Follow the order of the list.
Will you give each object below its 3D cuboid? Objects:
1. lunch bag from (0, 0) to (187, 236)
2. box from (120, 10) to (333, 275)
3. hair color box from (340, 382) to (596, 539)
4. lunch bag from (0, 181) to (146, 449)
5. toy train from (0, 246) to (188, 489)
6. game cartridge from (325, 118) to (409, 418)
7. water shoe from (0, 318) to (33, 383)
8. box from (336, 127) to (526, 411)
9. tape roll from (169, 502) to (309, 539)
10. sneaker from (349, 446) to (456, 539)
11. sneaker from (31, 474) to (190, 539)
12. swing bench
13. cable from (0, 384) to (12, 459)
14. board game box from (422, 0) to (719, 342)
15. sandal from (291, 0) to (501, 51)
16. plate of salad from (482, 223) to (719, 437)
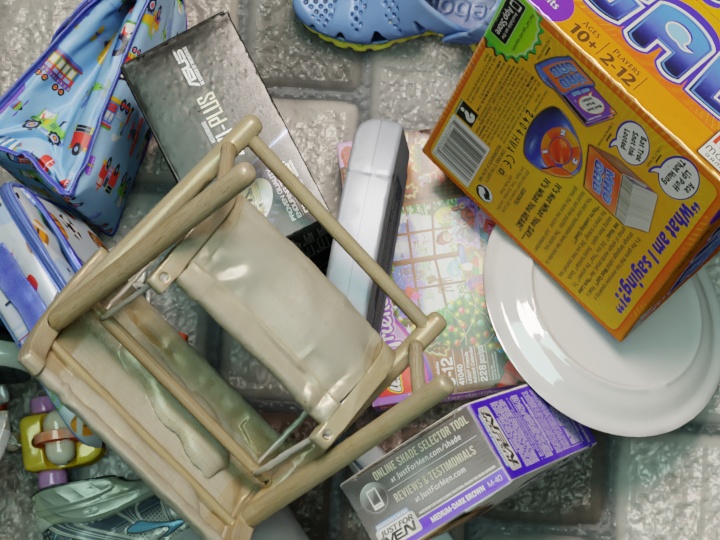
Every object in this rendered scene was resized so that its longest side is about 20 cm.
[{"bbox_3d":[-0.181,-0.143,1.660,0.094,0.151,0.201,30,84,10],"label":"lunch bag"},{"bbox_3d":[-0.086,-0.070,1.614,0.086,0.200,0.165,-27,80,-2],"label":"box"},{"bbox_3d":[0.078,0.132,1.551,0.109,0.200,0.065,-34,79,21],"label":"hair color box"},{"bbox_3d":[-0.196,0.037,1.570,0.075,0.160,0.200,-37,74,4],"label":"lunch bag"},{"bbox_3d":[-0.228,0.073,1.675,0.199,0.056,0.151,-35,79,-1],"label":"toy train"},{"bbox_3d":[0.000,0.000,1.589,0.041,0.133,0.202,10,82,2],"label":"game cartridge"},{"bbox_3d":[-0.299,0.026,1.642,0.199,0.071,0.079,12,79,41],"label":"water shoe"},{"bbox_3d":[0.063,-0.005,1.671,0.136,0.039,0.202,-9,80,4],"label":"box"},{"bbox_3d":[-0.121,0.236,1.564,0.200,0.200,0.066,-33,77,-1],"label":"tape roll"},{"bbox_3d":[0.039,0.213,1.618,0.071,0.073,0.201,-34,77,0],"label":"sneaker"},{"bbox_3d":[-0.137,0.184,1.645,0.199,0.078,0.087,-12,84,13],"label":"sneaker"},{"bbox_3d":[-0.078,0.048,1.451,0.200,0.130,0.199,-40,104,12],"label":"swing bench"},{"bbox_3d":[-0.348,0.168,1.611,0.199,0.069,0.201,-13,53,40],"label":"cable"},{"bbox_3d":[0.201,-0.119,1.562,0.200,0.200,0.200,45,57,11],"label":"board game box"},{"bbox_3d":[0.045,-0.204,1.685,0.198,0.087,0.080,3,82,8],"label":"sandal"},{"bbox_3d":[0.172,0.029,1.625,0.199,0.048,0.201,13,59,-22],"label":"plate of salad"}]
